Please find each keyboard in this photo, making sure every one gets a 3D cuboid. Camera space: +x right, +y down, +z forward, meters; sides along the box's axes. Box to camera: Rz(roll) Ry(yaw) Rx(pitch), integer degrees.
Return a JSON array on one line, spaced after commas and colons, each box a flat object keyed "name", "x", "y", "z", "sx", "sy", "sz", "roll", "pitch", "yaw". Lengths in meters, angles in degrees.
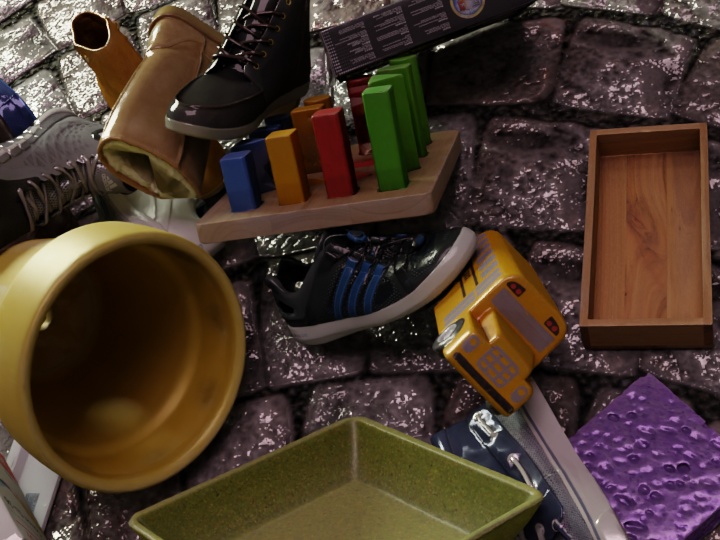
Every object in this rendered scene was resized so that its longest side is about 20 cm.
[{"name": "keyboard", "x": -0.281, "y": 0.196, "z": 0.936, "sx": 0.055, "sy": 0.011, "sz": 0.202, "roll": 1, "pitch": 55, "yaw": 13}]

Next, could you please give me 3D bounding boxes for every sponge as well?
[{"name": "sponge", "x": 0.167, "y": 0.171, "z": 0.783, "sx": 0.199, "sy": 0.030, "sz": 0.112, "roll": -37, "pitch": 50, "yaw": -11}]

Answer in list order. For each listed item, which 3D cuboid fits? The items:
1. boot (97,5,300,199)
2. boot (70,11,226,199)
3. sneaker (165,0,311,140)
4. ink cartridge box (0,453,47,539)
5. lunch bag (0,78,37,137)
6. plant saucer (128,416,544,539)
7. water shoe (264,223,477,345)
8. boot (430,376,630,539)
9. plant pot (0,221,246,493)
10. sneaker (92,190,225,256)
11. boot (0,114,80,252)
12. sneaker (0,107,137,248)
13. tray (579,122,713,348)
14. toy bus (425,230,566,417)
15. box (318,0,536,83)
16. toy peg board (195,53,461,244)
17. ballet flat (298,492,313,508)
[{"name": "boot", "x": -0.143, "y": -0.137, "z": 1.041, "sx": 0.066, "sy": 0.174, "sz": 0.202, "roll": -48, "pitch": 26, "yaw": 40}, {"name": "boot", "x": -0.212, "y": -0.163, "z": 1.093, "sx": 0.071, "sy": 0.144, "sz": 0.201, "roll": -40, "pitch": 51, "yaw": -8}, {"name": "sneaker", "x": -0.105, "y": -0.187, "z": 0.971, "sx": 0.074, "sy": 0.107, "sz": 0.200, "roll": 16, "pitch": 31, "yaw": 17}, {"name": "ink cartridge box", "x": -0.283, "y": 0.201, "z": 0.852, "sx": 0.067, "sy": 0.117, "sz": 0.200, "roll": -32, "pitch": 55, "yaw": -13}, {"name": "lunch bag", "x": -0.399, "y": -0.126, "z": 1.138, "sx": 0.132, "sy": 0.136, "sz": 0.200, "roll": -40, "pitch": 50, "yaw": -14}, {"name": "plant saucer", "x": -0.016, "y": 0.172, "z": 0.722, "sx": 0.198, "sy": 0.049, "sz": 0.199, "roll": -19, "pitch": 21, "yaw": -35}, {"name": "water shoe", "x": 0.000, "y": 0.000, "z": 0.888, "sx": 0.199, "sy": 0.079, "sz": 0.072, "roll": -26, "pitch": 18, "yaw": 38}, {"name": "boot", "x": 0.119, "y": 0.166, "z": 0.747, "sx": 0.090, "sy": 0.073, "sz": 0.201, "roll": -31, "pitch": 40, "yaw": 4}, {"name": "plant pot", "x": -0.225, "y": 0.054, "z": 0.915, "sx": 0.188, "sy": 0.201, "sz": 0.201, "roll": 15, "pitch": 59, "yaw": 46}, {"name": "sneaker", "x": -0.198, "y": -0.056, "z": 1.071, "sx": 0.086, "sy": 0.075, "sz": 0.200, "roll": -25, "pitch": 50, "yaw": -23}, {"name": "boot", "x": -0.342, "y": -0.040, "z": 1.010, "sx": 0.063, "sy": 0.201, "sz": 0.188, "roll": 1, "pitch": 54, "yaw": 20}, {"name": "sneaker", "x": -0.257, "y": -0.078, "z": 0.982, "sx": 0.114, "sy": 0.076, "sz": 0.201, "roll": 10, "pitch": 40, "yaw": 11}, {"name": "tray", "x": 0.232, "y": -0.030, "z": 0.910, "sx": 0.097, "sy": 0.037, "sz": 0.202, "roll": -2, "pitch": 53, "yaw": 18}, {"name": "toy bus", "x": 0.098, "y": 0.033, "z": 0.818, "sx": 0.078, "sy": 0.065, "sz": 0.200, "roll": -43, "pitch": 9, "yaw": 9}, {"name": "box", "x": 0.062, "y": -0.233, "z": 1.057, "sx": 0.198, "sy": 0.045, "sz": 0.160, "roll": -21, "pitch": 8, "yaw": 3}, {"name": "toy peg board", "x": -0.027, "y": -0.112, "z": 0.964, "sx": 0.196, "sy": 0.099, "sz": 0.200, "roll": -6, "pitch": 19, "yaw": 14}, {"name": "ballet flat", "x": -0.094, "y": 0.236, "z": 0.800, "sx": 0.068, "sy": 0.068, "sz": 0.201, "roll": 25, "pitch": 65, "yaw": 34}]
